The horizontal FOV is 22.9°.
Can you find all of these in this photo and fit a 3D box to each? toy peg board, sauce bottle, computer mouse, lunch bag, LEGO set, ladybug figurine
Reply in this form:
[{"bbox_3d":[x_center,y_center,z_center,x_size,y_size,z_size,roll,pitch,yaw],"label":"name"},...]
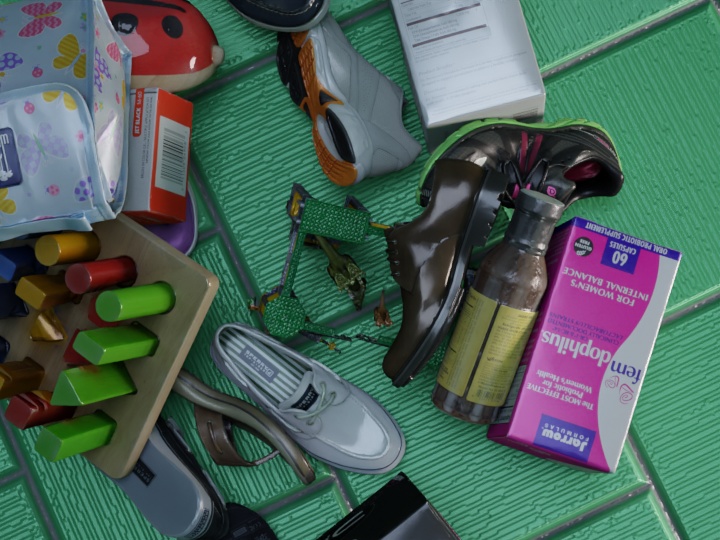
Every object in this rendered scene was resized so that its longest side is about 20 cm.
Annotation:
[{"bbox_3d":[-0.255,0.046,1.485,0.199,0.098,0.200,33,108,20],"label":"toy peg board"},{"bbox_3d":[0.121,0.030,1.504,0.065,0.065,0.200,23,102,6],"label":"sauce bottle"},{"bbox_3d":[-0.080,0.295,1.555,0.059,0.034,0.200,-22,84,-28],"label":"computer mouse"},{"bbox_3d":[-0.280,-0.119,1.454,0.169,0.127,0.200,-7,61,10],"label":"lunch bag"},{"bbox_3d":[0.000,0.000,1.571,0.200,0.116,0.154,4,100,-10],"label":"LEGO set"},{"bbox_3d":[-0.219,-0.214,1.592,0.200,0.072,0.136,7,39,3],"label":"ladybug figurine"}]

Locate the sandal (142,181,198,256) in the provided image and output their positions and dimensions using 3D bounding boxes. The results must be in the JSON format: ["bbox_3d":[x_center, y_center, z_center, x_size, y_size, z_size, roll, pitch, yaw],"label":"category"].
[{"bbox_3d":[-0.207,-0.101,1.611,0.082,0.050,0.203,-20,81,0],"label":"sandal"}]

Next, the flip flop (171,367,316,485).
[{"bbox_3d":[-0.125,0.136,1.554,0.200,0.081,0.058,30,78,11],"label":"flip flop"}]

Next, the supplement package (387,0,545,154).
[{"bbox_3d":[0.086,-0.222,1.585,0.109,0.114,0.200,-15,81,2],"label":"supplement package"}]

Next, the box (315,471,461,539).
[{"bbox_3d":[0.024,0.266,1.457,0.149,0.200,0.124,-38,93,-4],"label":"box"}]

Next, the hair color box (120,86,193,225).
[{"bbox_3d":[-0.251,-0.096,1.570,0.200,0.064,0.111,-2,80,27],"label":"hair color box"}]

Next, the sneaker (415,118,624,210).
[{"bbox_3d":[0.143,-0.085,1.545,0.200,0.077,0.084,-11,45,-20],"label":"sneaker"}]

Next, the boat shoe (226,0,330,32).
[{"bbox_3d":[-0.109,-0.283,1.599,0.075,0.062,0.200,-46,60,-3],"label":"boat shoe"}]

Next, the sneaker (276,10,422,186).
[{"bbox_3d":[-0.010,-0.167,1.612,0.092,0.076,0.200,-8,67,-29],"label":"sneaker"}]

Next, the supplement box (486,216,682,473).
[{"bbox_3d":[0.192,0.067,1.536,0.101,0.103,0.200,18,84,-4],"label":"supplement box"}]

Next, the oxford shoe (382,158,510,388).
[{"bbox_3d":[0.052,0.000,1.491,0.084,0.073,0.200,21,94,2],"label":"oxford shoe"}]

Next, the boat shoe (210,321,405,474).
[{"bbox_3d":[-0.051,0.114,1.561,0.200,0.067,0.074,30,84,7],"label":"boat shoe"}]

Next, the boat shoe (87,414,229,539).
[{"bbox_3d":[-0.182,0.161,1.558,0.199,0.068,0.074,39,96,32],"label":"boat shoe"}]
